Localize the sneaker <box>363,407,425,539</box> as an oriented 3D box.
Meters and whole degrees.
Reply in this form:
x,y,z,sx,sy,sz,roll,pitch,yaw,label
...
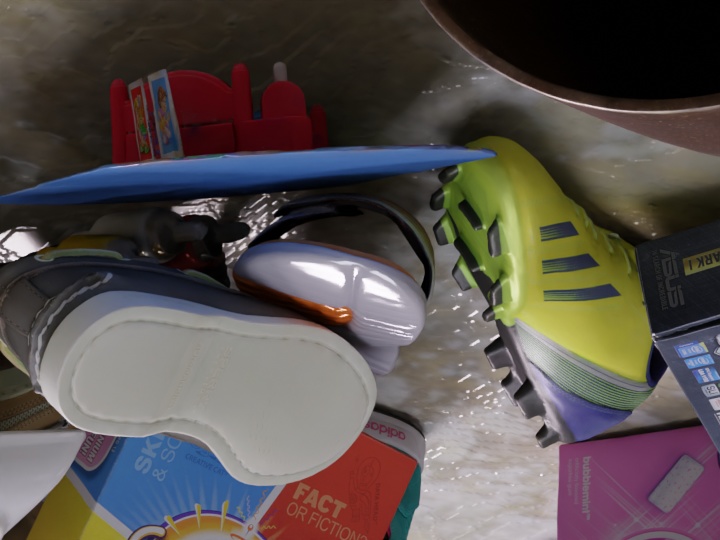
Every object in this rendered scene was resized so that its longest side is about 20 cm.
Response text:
x,y,z,sx,sy,sz,roll,pitch,yaw,label
-0.065,0.121,1.040,0.198,0.122,0.084,12,148,-14,sneaker

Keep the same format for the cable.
x,y,z,sx,sy,sz,roll,pitch,yaw,label
-0.137,-0.006,0.925,0.199,0.051,0.097,3,-169,32,cable

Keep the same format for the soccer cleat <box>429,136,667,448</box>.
x,y,z,sx,sy,sz,roll,pitch,yaw,label
0.086,0.000,0.904,0.083,0.065,0.201,-29,142,-4,soccer cleat

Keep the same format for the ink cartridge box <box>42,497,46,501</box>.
x,y,z,sx,sy,sz,roll,pitch,yaw,label
-0.224,0.209,1.164,0.145,0.083,0.201,-1,121,9,ink cartridge box

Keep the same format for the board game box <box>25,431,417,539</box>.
x,y,z,sx,sy,sz,roll,pitch,yaw,label
-0.078,0.143,0.932,0.153,0.201,0.040,29,173,-37,board game box

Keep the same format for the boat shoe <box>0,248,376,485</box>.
x,y,z,sx,sy,sz,roll,pitch,yaw,label
-0.065,0.036,0.846,0.060,0.072,0.201,35,-173,34,boat shoe

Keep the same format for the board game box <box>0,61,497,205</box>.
x,y,z,sx,sy,sz,roll,pitch,yaw,label
-0.047,-0.053,0.797,0.157,0.039,0.200,-4,179,-28,board game box

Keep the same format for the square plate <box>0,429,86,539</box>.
x,y,z,sx,sy,sz,roll,pitch,yaw,label
-0.229,0.120,0.816,0.199,0.029,0.198,-1,151,-42,square plate

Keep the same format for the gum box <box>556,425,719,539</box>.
x,y,z,sx,sy,sz,roll,pitch,yaw,label
0.157,0.180,1.043,0.113,0.201,0.066,-10,147,24,gum box

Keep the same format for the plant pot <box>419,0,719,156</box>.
x,y,z,sx,sy,sz,roll,pitch,yaw,label
0.130,-0.106,0.615,0.186,0.189,0.200,-13,160,25,plant pot

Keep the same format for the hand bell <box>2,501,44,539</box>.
x,y,z,sx,sy,sz,roll,pitch,yaw,label
-0.111,0.098,0.979,0.200,0.104,0.104,-46,139,-1,hand bell

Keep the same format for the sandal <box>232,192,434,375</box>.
x,y,z,sx,sy,sz,roll,pitch,yaw,label
-0.008,-0.003,0.901,0.079,0.060,0.207,18,170,1,sandal

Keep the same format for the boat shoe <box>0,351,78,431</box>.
x,y,z,sx,sy,sz,roll,pitch,yaw,label
-0.152,0.063,0.916,0.071,0.077,0.199,-3,-173,41,boat shoe

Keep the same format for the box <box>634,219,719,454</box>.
x,y,z,sx,sy,sz,roll,pitch,yaw,label
0.221,0.034,0.923,0.157,0.051,0.200,-17,146,15,box
